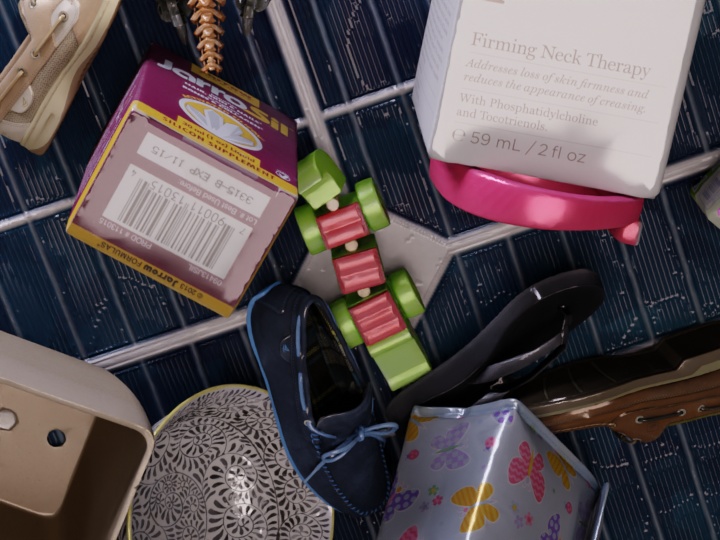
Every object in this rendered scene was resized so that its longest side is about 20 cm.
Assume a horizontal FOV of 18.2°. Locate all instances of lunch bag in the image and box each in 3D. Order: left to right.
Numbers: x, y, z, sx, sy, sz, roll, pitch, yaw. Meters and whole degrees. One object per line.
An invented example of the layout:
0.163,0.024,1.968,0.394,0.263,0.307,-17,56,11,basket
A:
0.111,0.214,1.665,0.127,0.170,0.200,-6,142,37,lunch bag

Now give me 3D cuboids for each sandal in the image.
0.110,0.071,1.691,0.200,0.043,0.076,-40,149,18,sandal

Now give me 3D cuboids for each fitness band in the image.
0.123,-0.060,1.581,0.143,0.200,0.038,12,102,-10,fitness band

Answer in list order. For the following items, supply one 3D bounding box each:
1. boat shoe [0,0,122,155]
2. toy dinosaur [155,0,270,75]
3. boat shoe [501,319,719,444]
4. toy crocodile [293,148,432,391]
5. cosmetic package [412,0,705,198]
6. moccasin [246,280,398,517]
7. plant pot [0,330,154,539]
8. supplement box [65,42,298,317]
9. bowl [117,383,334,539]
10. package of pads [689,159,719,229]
-0.213,-0.179,1.596,0.064,0.071,0.201,25,107,-11,boat shoe
-0.114,-0.228,1.545,0.102,0.136,0.201,14,66,9,toy dinosaur
0.208,0.101,1.704,0.199,0.072,0.068,-15,112,1,boat shoe
0.000,0.000,1.669,0.067,0.062,0.201,-20,109,5,toy crocodile
0.138,-0.178,1.560,0.167,0.166,0.201,9,107,-5,cosmetic package
-0.026,0.104,1.677,0.080,0.068,0.201,-43,118,-31,moccasin
-0.270,0.140,1.644,0.199,0.177,0.201,20,106,-8,plant pot
-0.120,-0.067,1.569,0.131,0.200,0.103,27,105,-11,supplement box
-0.123,0.186,1.692,0.094,0.201,0.201,-4,116,46,bowl
0.369,-0.048,1.663,0.200,0.068,0.155,38,104,-14,package of pads
